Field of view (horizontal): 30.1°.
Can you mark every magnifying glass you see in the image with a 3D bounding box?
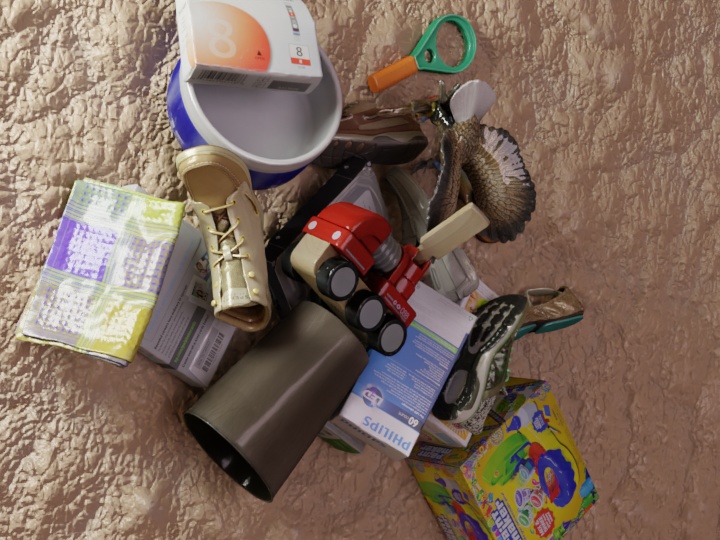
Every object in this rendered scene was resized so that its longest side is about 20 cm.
[{"bbox_3d":[0.086,-0.288,1.818,0.199,0.022,0.081,-31,108,-33],"label":"magnifying glass"}]

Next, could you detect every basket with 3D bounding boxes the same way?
[{"bbox_3d":[-0.093,0.145,1.578,0.200,0.135,0.181,-49,153,-19],"label":"basket"}]

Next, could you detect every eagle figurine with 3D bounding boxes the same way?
[{"bbox_3d":[0.128,-0.128,1.683,0.151,0.150,0.203,21,49,-70],"label":"eagle figurine"}]

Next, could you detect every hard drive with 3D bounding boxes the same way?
[{"bbox_3d":[-0.039,-0.027,1.681,0.200,0.038,0.141,-46,137,-28],"label":"hard drive"}]

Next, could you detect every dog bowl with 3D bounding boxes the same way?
[{"bbox_3d":[-0.125,-0.200,1.575,0.197,0.079,0.203,11,65,-25],"label":"dog bowl"}]

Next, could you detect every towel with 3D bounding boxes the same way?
[{"bbox_3d":[-0.283,0.001,1.469,0.023,0.142,0.203,71,37,-68],"label":"towel"}]

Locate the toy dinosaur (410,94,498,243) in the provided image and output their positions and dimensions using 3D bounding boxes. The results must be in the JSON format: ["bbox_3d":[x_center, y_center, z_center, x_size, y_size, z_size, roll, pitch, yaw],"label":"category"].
[{"bbox_3d":[0.125,-0.141,1.839,0.200,0.103,0.185,38,47,-71],"label":"toy dinosaur"}]

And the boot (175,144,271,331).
[{"bbox_3d":[-0.150,-0.033,1.500,0.201,0.072,0.158,67,14,-60],"label":"boot"}]

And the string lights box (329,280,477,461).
[{"bbox_3d":[0.054,0.122,1.666,0.102,0.059,0.202,31,71,-7],"label":"string lights box"}]

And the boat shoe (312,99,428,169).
[{"bbox_3d":[-0.004,-0.178,1.724,0.198,0.076,0.073,-3,66,-40],"label":"boat shoe"}]

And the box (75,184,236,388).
[{"bbox_3d":[-0.227,0.021,1.561,0.199,0.041,0.158,37,67,-33],"label":"box"}]

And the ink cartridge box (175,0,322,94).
[{"bbox_3d":[-0.132,-0.307,1.540,0.160,0.050,0.203,2,72,-28],"label":"ink cartridge box"}]

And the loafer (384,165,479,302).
[{"bbox_3d":[0.081,-0.046,1.749,0.069,0.070,0.201,-32,70,2],"label":"loafer"}]

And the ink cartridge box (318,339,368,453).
[{"bbox_3d":[-0.007,0.119,1.720,0.104,0.059,0.202,39,67,-31],"label":"ink cartridge box"}]

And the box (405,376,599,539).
[{"bbox_3d":[0.196,0.284,1.840,0.192,0.121,0.202,-39,112,-30],"label":"box"}]

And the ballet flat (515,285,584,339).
[{"bbox_3d":[0.236,0.063,1.918,0.198,0.070,0.066,-12,70,-40],"label":"ballet flat"}]

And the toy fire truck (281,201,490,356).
[{"bbox_3d":[0.036,-0.023,1.579,0.201,0.128,0.176,-52,130,-13],"label":"toy fire truck"}]

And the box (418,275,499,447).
[{"bbox_3d":[0.114,0.120,1.787,0.112,0.101,0.202,39,67,-30],"label":"box"}]

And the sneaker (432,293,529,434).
[{"bbox_3d":[0.165,0.123,1.729,0.089,0.076,0.201,47,68,-41],"label":"sneaker"}]
